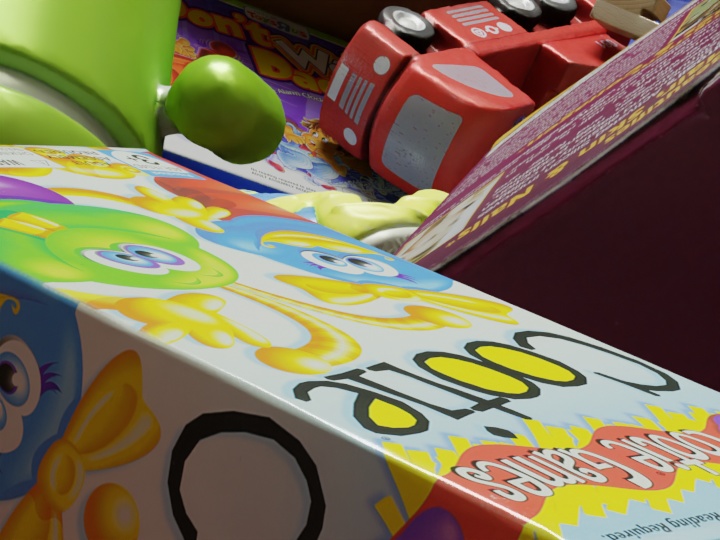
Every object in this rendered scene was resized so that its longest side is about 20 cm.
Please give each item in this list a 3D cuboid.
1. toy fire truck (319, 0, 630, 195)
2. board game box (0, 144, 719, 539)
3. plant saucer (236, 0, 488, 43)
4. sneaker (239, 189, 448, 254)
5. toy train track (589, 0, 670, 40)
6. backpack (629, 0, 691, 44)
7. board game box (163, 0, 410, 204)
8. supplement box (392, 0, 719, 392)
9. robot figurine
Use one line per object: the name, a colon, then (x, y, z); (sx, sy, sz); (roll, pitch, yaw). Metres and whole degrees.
toy fire truck: (0.095, -0.047, 0.841); (0.141, 0.049, 0.200); (39, 33, 26)
board game box: (-0.018, 0.054, 0.412); (0.200, 0.105, 0.103); (23, 15, 38)
plant saucer: (-0.034, -0.116, 0.888); (0.199, 0.038, 0.200); (6, -28, 3)
sneaker: (0.000, 0.000, 0.747); (0.199, 0.076, 0.105); (5, 15, -34)
toy train track: (0.177, -0.065, 0.812); (0.199, 0.033, 0.115); (24, 3, 19)
backpack: (0.129, -0.092, 0.994); (0.167, 0.201, 0.163); (17, -21, 4)
board game box: (-0.065, -0.054, 0.825); (0.199, 0.045, 0.135); (18, 29, -21)
supplement box: (0.090, -0.004, 0.602); (0.103, 0.131, 0.200); (54, 24, -5)
robot figurine: (-0.111, -0.054, 0.649); (0.175, 0.116, 0.201); (-1, 52, 5)
